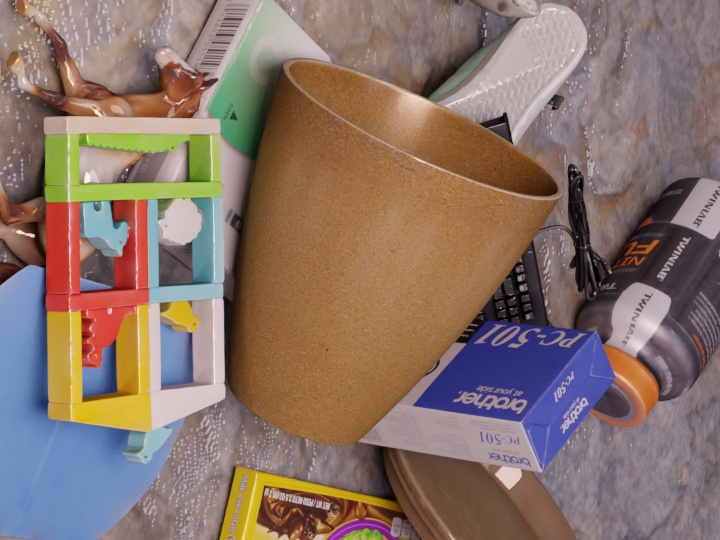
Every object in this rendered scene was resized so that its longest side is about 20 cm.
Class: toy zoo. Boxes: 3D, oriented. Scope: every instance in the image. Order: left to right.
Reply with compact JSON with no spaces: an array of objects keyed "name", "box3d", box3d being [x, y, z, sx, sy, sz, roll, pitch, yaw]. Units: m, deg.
[{"name":"toy zoo","box3d":[-0.128,0.012,1.198,0.131,0.020,0.201,-4,94,-52]}]

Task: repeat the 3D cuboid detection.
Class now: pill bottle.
[{"name":"pill bottle","box3d":[0.238,0.029,1.625,0.200,0.106,0.106,-52,129,-30]}]

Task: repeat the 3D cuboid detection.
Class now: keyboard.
[{"name":"keyboard","box3d":[0.106,-0.018,1.409,0.127,0.021,0.200,-19,127,-5]}]

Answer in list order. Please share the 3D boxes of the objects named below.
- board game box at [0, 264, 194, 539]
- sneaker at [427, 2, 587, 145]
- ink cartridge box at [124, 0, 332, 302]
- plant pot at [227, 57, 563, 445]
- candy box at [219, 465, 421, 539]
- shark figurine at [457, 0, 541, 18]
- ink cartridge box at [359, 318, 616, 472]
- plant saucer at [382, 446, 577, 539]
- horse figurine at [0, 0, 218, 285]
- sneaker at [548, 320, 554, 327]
[{"name":"board game box","box3d":[-0.186,0.077,1.216,0.200,0.039,0.158,18,95,-50]},{"name":"sneaker","box3d":[0.076,-0.096,1.452,0.200,0.118,0.074,-44,88,-6]},{"name":"ink cartridge box","box3d":[-0.052,-0.058,1.345,0.200,0.050,0.161,41,65,-40]},{"name":"plant pot","box3d":[0.000,0.000,1.275,0.186,0.186,0.200,7,112,-48]},{"name":"candy box","box3d":[-0.022,0.200,1.420,0.200,0.026,0.103,18,85,-47]},{"name":"shark figurine","box3d":[0.091,-0.235,1.478,0.215,0.128,0.090,-63,162,-45]},{"name":"ink cartridge box","box3d":[0.059,0.075,1.365,0.094,0.200,0.044,-46,125,-34]},{"name":"plant saucer","box3d":[0.084,0.168,1.449,0.029,0.200,0.200,-42,139,19]},{"name":"horse figurine","box3d":[-0.174,-0.060,1.207,0.132,0.050,0.200,37,68,-42]},{"name":"sneaker","box3d":[0.095,0.006,1.494,0.200,0.075,0.079,47,58,-41]}]
